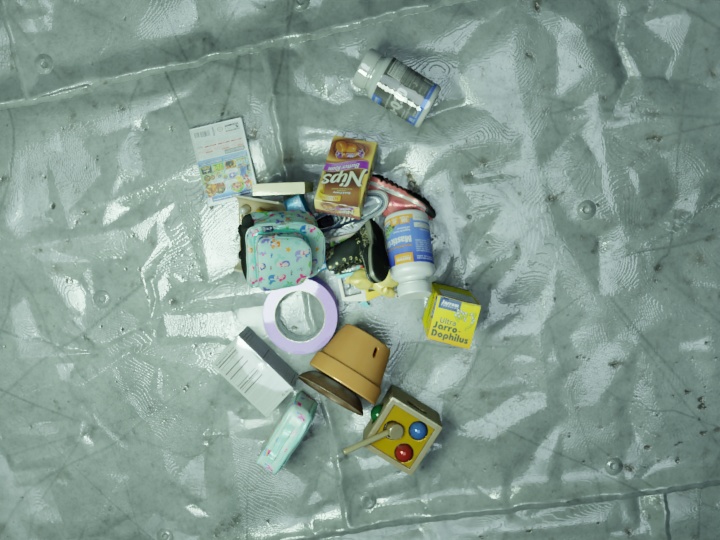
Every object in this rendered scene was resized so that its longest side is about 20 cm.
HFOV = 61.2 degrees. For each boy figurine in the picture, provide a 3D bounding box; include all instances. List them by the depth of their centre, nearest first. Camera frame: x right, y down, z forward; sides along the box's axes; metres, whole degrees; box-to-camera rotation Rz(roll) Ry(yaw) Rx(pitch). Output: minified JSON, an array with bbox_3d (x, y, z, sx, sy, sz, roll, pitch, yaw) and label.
[{"bbox_3d":[0.068,0.014,1.562,0.197,0.064,0.126,-16,98,-8],"label":"boy figurine"}]

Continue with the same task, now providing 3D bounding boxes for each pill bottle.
[{"bbox_3d":[0.122,-0.036,1.484,0.110,0.112,0.203,-6,74,3],"label":"pill bottle"},{"bbox_3d":[0.087,-0.449,1.490,0.198,0.114,0.115,31,98,-2],"label":"pill bottle"}]

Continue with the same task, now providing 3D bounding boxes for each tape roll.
[{"bbox_3d":[-0.156,0.114,1.605,0.196,0.066,0.204,0,99,1],"label":"tape roll"}]

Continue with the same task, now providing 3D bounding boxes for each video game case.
[{"bbox_3d":[-0.352,-0.280,1.579,0.141,0.018,0.203,-12,97,3],"label":"video game case"}]

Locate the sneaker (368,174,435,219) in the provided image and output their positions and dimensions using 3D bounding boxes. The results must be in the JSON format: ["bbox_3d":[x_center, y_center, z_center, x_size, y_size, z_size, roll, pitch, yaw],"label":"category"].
[{"bbox_3d":[0.097,-0.170,1.561,0.198,0.074,0.088,28,109,5],"label":"sneaker"}]

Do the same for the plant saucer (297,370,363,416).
[{"bbox_3d":[-0.071,0.311,1.576,0.199,0.200,0.037,33,74,-2],"label":"plant saucer"}]

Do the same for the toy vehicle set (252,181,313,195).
[{"bbox_3d":[-0.186,-0.202,1.492,0.122,0.200,0.027,-2,99,1],"label":"toy vehicle set"}]

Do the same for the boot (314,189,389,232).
[{"bbox_3d":[-0.027,-0.141,1.522,0.198,0.090,0.074,-21,99,23],"label":"boot"}]

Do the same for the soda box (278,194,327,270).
[{"bbox_3d":[-0.141,-0.092,1.572,0.063,0.068,0.203,-22,97,7],"label":"soda box"}]

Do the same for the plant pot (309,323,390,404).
[{"bbox_3d":[-0.014,0.232,1.562,0.198,0.200,0.141,32,78,-2],"label":"plant pot"}]

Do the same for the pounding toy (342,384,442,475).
[{"bbox_3d":[0.084,0.427,1.601,0.198,0.142,0.186,31,98,-3],"label":"pounding toy"}]

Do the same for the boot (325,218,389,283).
[{"bbox_3d":[-0.011,-0.020,1.492,0.153,0.205,0.073,-31,129,23],"label":"boot"}]

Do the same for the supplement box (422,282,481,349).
[{"bbox_3d":[0.223,0.108,1.521,0.107,0.200,0.111,13,98,1],"label":"supplement box"}]

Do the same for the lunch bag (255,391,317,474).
[{"bbox_3d":[-0.192,0.432,1.603,0.076,0.160,0.202,31,97,-2],"label":"lunch bag"}]

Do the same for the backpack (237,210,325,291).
[{"bbox_3d":[-0.181,-0.050,1.454,0.197,0.151,0.180,-9,124,-22],"label":"backpack"}]

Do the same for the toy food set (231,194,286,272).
[{"bbox_3d":[-0.264,-0.086,1.548,0.141,0.060,0.203,10,111,21],"label":"toy food set"}]

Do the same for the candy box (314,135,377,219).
[{"bbox_3d":[-0.033,-0.231,1.498,0.115,0.057,0.203,10,65,7],"label":"candy box"}]

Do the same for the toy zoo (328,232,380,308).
[{"bbox_3d":[0.000,0.000,1.604,0.129,0.020,0.203,-12,98,4],"label":"toy zoo"}]

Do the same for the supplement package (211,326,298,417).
[{"bbox_3d":[-0.275,0.264,1.606,0.200,0.114,0.110,44,97,-3],"label":"supplement package"}]
